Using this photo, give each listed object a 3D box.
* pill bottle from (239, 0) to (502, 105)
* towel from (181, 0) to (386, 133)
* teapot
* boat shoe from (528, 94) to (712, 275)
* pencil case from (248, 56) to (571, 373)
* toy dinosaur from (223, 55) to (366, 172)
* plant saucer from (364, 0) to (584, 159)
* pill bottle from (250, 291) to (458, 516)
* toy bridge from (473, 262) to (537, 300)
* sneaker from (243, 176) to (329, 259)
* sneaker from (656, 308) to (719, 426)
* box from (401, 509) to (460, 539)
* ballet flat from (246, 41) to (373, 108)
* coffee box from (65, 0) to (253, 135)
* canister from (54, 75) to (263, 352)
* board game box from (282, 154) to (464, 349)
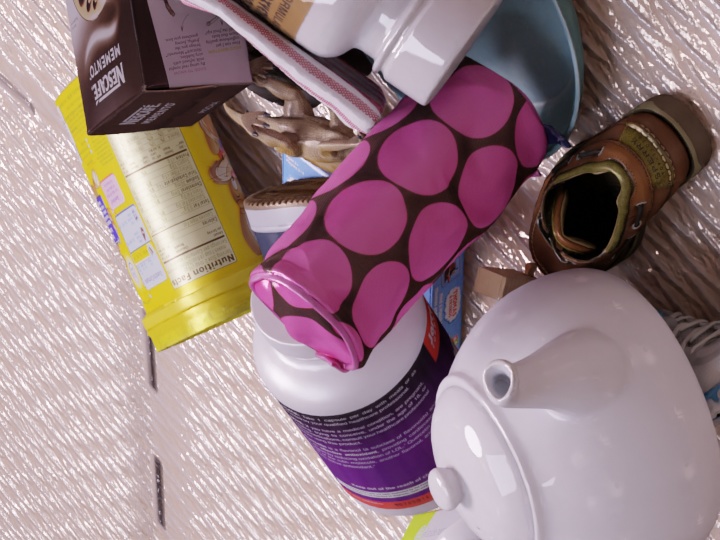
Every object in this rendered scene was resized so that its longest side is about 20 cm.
[{"bbox_3d":[-0.019,-0.186,1.600,0.200,0.115,0.114,36,150,1],"label":"pill bottle"},{"bbox_3d":[-0.050,-0.131,1.688,0.146,0.030,0.200,35,-174,-3],"label":"towel"},{"bbox_3d":[0.106,0.104,1.651,0.197,0.145,0.201,28,137,63],"label":"teapot"},{"bbox_3d":[0.132,-0.039,1.673,0.072,0.068,0.200,48,152,9],"label":"boat shoe"},{"bbox_3d":[0.026,-0.029,1.637,0.090,0.200,0.094,23,149,41],"label":"pencil case"},{"bbox_3d":[-0.042,-0.090,1.853,0.199,0.058,0.101,16,161,36],"label":"toy dinosaur"},{"bbox_3d":[0.064,-0.156,1.685,0.200,0.036,0.201,35,146,28],"label":"plant saucer"},{"bbox_3d":[0.004,0.063,1.770,0.112,0.113,0.200,34,166,36],"label":"pill bottle"},{"bbox_3d":[0.082,0.092,1.759,0.027,0.067,0.201,23,103,45],"label":"toy bridge"},{"bbox_3d":[0.000,0.000,1.843,0.200,0.070,0.109,7,115,58],"label":"sneaker"},{"bbox_3d":[0.188,0.053,1.682,0.087,0.075,0.200,59,152,8],"label":"sneaker"},{"bbox_3d":[0.104,0.202,1.900,0.122,0.048,0.200,31,166,-8],"label":"box"},{"bbox_3d":[-0.032,-0.146,1.856,0.067,0.047,0.200,34,163,-17],"label":"ballet flat"},{"bbox_3d":[-0.140,-0.199,1.848,0.113,0.079,0.201,-27,71,61],"label":"coffee box"},{"bbox_3d":[-0.137,-0.054,2.031,0.201,0.086,0.148,66,160,1],"label":"canister"},{"bbox_3d":[0.007,0.014,1.957,0.151,0.037,0.201,38,147,31],"label":"board game box"}]
